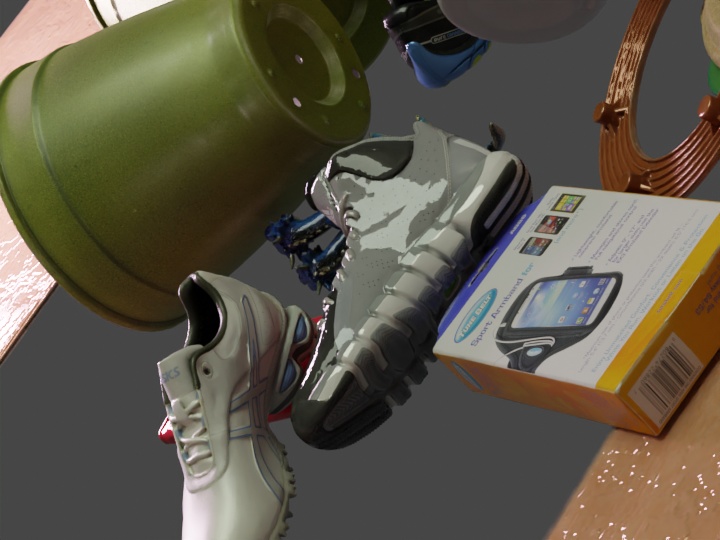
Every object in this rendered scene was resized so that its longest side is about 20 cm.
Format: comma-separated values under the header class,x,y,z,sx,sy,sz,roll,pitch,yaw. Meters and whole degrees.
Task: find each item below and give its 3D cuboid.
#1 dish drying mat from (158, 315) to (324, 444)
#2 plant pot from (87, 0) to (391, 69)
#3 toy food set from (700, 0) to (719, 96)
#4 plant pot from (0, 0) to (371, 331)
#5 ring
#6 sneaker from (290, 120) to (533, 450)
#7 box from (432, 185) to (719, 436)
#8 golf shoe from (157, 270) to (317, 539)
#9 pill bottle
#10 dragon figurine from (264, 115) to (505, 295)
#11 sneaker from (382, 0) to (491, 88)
class,x,y,z,sx,sy,sz,roll,pitch,yaw
dish drying mat,-0.047,0.060,1.450,0.199,0.018,0.077,-17,37,46
plant pot,-0.073,-0.213,1.700,0.201,0.200,0.193,-48,36,-5
toy food set,0.264,-0.167,1.278,0.199,0.049,0.199,-34,28,22
plant pot,-0.103,-0.093,1.540,0.192,0.200,0.201,-32,29,31
ring,0.175,-0.124,1.290,0.200,0.019,0.202,-160,90,-73
sneaker,0.000,0.000,1.346,0.115,0.075,0.200,31,74,28
box,0.119,0.016,1.241,0.119,0.041,0.200,-52,24,-14
golf shoe,-0.086,0.092,1.357,0.078,0.097,0.201,-27,42,36
pill bottle,0.101,-0.254,1.517,0.111,0.111,0.201,-24,52,37
dragon figurine,0.020,-0.035,1.441,0.199,0.059,0.100,-4,47,55
sneaker,0.059,-0.209,1.610,0.071,0.083,0.200,-26,31,34
